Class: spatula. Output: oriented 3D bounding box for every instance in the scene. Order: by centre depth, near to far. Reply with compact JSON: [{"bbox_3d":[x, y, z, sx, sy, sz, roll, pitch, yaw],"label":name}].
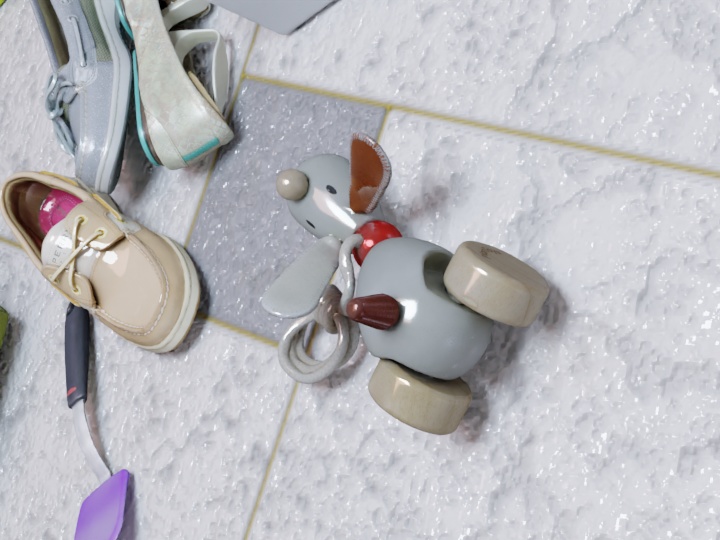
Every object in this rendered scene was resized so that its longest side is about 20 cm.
[{"bbox_3d":[-0.171,0.098,1.235,0.056,0.021,0.200,-39,49,35],"label":"spatula"}]

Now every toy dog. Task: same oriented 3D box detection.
[{"bbox_3d":[0.000,0.000,1.007,0.200,0.096,0.132,16,87,50],"label":"toy dog"}]

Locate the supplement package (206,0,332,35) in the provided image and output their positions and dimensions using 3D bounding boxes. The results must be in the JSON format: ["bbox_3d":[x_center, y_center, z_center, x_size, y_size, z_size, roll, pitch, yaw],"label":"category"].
[{"bbox_3d":[-0.026,-0.244,1.130,0.200,0.117,0.118,-30,55,37],"label":"supplement package"}]

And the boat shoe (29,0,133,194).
[{"bbox_3d":[-0.186,-0.133,1.290,0.075,0.065,0.202,107,158,-53],"label":"boat shoe"}]

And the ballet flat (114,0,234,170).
[{"bbox_3d":[-0.118,-0.150,1.255,0.062,0.067,0.200,-20,60,10],"label":"ballet flat"}]

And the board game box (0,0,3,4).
[{"bbox_3d":[-0.321,-0.222,1.513,0.200,0.048,0.102,-43,47,30],"label":"board game box"}]

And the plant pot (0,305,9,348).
[{"bbox_3d":[-0.331,0.086,1.322,0.187,0.187,0.200,29,84,50],"label":"plant pot"}]

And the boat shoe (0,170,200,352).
[{"bbox_3d":[-0.171,-0.009,1.240,0.200,0.069,0.074,34,101,50],"label":"boat shoe"}]
